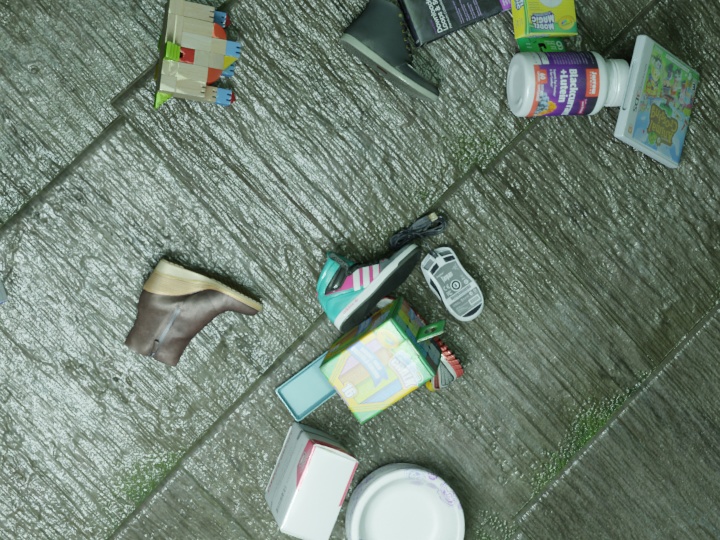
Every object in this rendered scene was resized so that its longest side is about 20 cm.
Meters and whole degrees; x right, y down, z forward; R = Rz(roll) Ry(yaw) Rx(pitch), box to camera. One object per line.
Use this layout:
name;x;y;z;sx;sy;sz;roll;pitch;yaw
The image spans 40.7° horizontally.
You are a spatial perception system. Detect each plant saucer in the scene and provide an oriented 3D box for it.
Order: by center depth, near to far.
plant saucer;-0.050;0.175;1.691;0.199;0.019;0.070;-36;96;-7

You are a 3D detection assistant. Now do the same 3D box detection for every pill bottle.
pill bottle;0.368;-0.329;1.710;0.198;0.111;0.112;-3;91;-9

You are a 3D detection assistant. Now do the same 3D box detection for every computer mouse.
computer mouse;0.142;0.001;1.712;0.109;0.044;0.201;-32;90;-13

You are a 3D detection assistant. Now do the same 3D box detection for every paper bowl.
paper bowl;0.072;0.432;1.670;0.199;0.104;0.202;0;90;-9

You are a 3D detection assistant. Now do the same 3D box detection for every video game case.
video game case;0.532;-0.298;1.733;0.199;0.022;0.183;16;87;-43

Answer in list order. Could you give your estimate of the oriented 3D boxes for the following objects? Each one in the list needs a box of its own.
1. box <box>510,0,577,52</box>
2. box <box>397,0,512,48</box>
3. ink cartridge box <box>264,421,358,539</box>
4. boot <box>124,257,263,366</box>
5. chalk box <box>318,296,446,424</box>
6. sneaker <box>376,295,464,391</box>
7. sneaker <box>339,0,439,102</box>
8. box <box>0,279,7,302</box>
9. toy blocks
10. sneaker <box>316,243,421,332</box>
box;0.321;-0.486;1.717;0.117;0.048;0.202;-9;94;-31
box;0.163;-0.498;1.713;0.199;0.036;0.144;-25;94;-8
ink cartridge box;-0.085;0.344;1.595;0.082;0.200;0.147;22;87;-13
boot;-0.281;0.085;1.638;0.199;0.072;0.167;21;99;-10
chalk box;0.052;0.134;1.602;0.200;0.124;0.124;-36;96;17
sneaker;0.092;0.126;1.685;0.082;0.078;0.200;-40;94;-2
sneaker;0.073;-0.383;1.678;0.199;0.075;0.107;35;87;-7
box;-0.692;0.002;1.536;0.199;0.105;0.185;-21;93;-8
toy blocks;-0.264;-0.362;1.622;0.136;0.100;0.202;6;90;-21
sneaker;0.000;0.000;1.657;0.200;0.084;0.121;-41;67;-15
